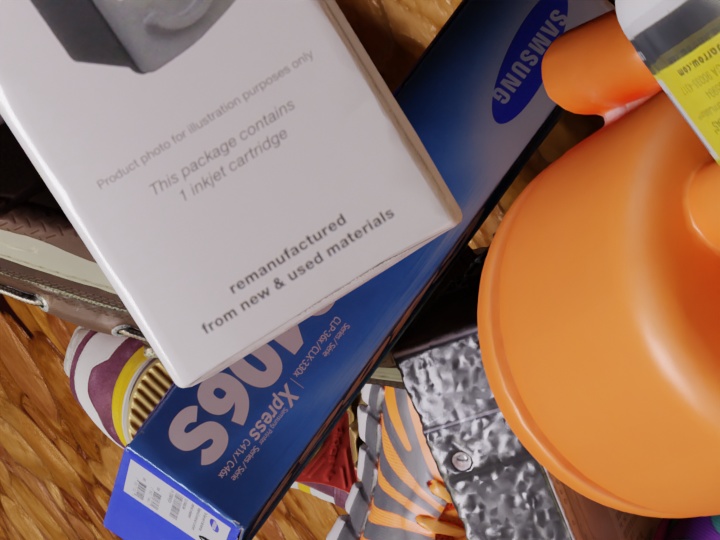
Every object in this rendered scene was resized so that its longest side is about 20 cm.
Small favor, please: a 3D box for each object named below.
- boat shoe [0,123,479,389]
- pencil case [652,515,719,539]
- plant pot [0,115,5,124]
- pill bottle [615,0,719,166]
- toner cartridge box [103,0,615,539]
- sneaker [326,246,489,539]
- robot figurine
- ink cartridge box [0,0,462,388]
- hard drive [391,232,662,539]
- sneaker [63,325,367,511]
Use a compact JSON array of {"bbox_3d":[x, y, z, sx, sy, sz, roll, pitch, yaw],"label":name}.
[{"bbox_3d":[-0.054,-0.003,0.898,0.202,0.075,0.075,21,146,-5],"label":"boat shoe"},{"bbox_3d":[0.165,0.149,0.846,0.085,0.092,0.200,-15,116,28],"label":"pencil case"},{"bbox_3d":[-0.111,-0.139,0.821,0.200,0.198,0.200,44,160,21],"label":"plant pot"},{"bbox_3d":[0.153,-0.013,0.563,0.200,0.112,0.112,53,161,-2],"label":"pill bottle"},{"bbox_3d":[0.000,0.000,0.800,0.043,0.200,0.095,36,160,2],"label":"toner cartridge box"},{"bbox_3d":[0.042,0.097,0.955,0.112,0.077,0.200,-123,42,-50],"label":"sneaker"},{"bbox_3d":[0.100,0.008,0.714,0.144,0.117,0.200,30,163,-9],"label":"robot figurine"},{"bbox_3d":[-0.068,-0.086,0.668,0.200,0.085,0.148,57,180,-13],"label":"ink cartridge box"},{"bbox_3d":[0.081,0.089,0.856,0.201,0.038,0.140,67,-157,-9],"label":"hard drive"},{"bbox_3d":[-0.019,0.054,1.038,0.200,0.075,0.090,19,-174,-34],"label":"sneaker"}]
